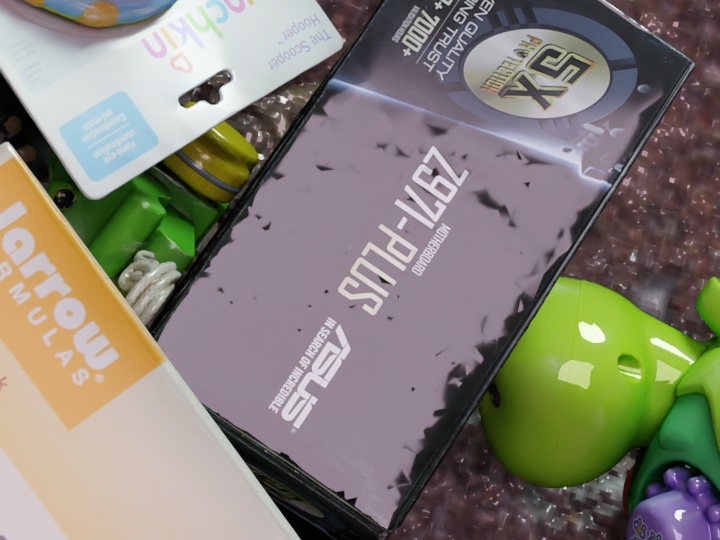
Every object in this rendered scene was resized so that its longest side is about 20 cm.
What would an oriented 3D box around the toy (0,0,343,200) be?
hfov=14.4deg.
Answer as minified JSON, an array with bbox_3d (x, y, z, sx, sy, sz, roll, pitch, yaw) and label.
[{"bbox_3d":[-0.085,-0.133,0.811,0.115,0.047,0.200,-35,90,-40],"label":"toy"}]

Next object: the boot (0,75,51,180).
[{"bbox_3d":[-0.141,-0.071,0.855,0.077,0.200,0.138,-40,93,0],"label":"boot"}]

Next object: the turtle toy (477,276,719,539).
[{"bbox_3d":[0.124,0.071,0.922,0.101,0.146,0.200,-45,90,7],"label":"turtle toy"}]

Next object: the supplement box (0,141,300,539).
[{"bbox_3d":[-0.130,0.079,0.668,0.200,0.074,0.126,-37,91,-17],"label":"supplement box"}]

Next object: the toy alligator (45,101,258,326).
[{"bbox_3d":[-0.072,-0.021,0.863,0.054,0.200,0.059,38,100,-4],"label":"toy alligator"}]

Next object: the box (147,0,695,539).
[{"bbox_3d":[0.000,0.000,0.868,0.086,0.200,0.164,34,76,-3],"label":"box"}]
